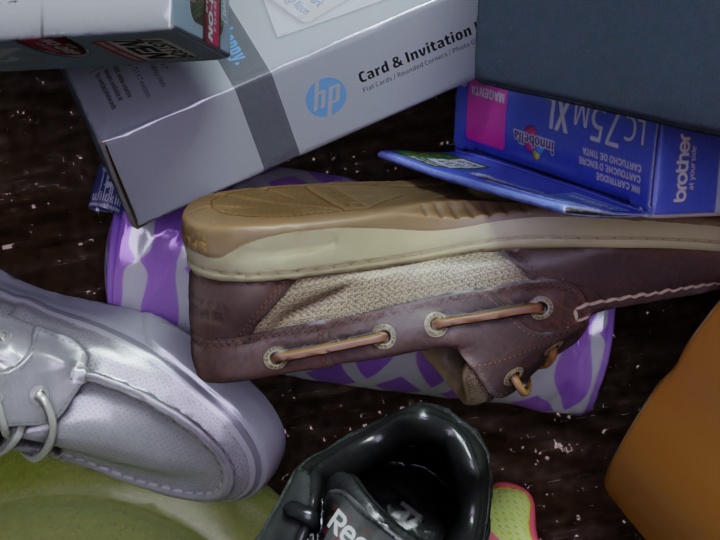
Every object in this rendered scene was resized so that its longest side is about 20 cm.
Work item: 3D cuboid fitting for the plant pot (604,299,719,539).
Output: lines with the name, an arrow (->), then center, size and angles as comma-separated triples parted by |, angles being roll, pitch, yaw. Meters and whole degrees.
plant pot -> 0.192, 0.081, 0.737 | 0.183, 0.200, 0.201 | 38, 83, 14

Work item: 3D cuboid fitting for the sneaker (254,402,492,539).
sneaker -> -0.020, 0.118, 0.694 | 0.071, 0.098, 0.201 | 37, 61, 7

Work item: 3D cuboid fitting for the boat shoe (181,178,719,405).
boat shoe -> 0.038, 0.009, 0.723 | 0.198, 0.072, 0.073 | -3, 104, -18

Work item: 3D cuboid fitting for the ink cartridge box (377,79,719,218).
ink cartridge box -> 0.119, -0.048, 0.743 | 0.199, 0.119, 0.042 | -5, 105, -29

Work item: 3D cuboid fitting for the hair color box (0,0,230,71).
hair color box -> -0.143, -0.114, 0.680 | 0.198, 0.061, 0.100 | -2, 86, 15

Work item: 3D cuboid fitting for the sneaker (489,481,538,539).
sneaker -> 0.108, 0.147, 0.778 | 0.199, 0.078, 0.091 | 32, 75, 1

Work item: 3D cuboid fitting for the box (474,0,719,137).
box -> 0.156, -0.106, 0.675 | 0.148, 0.199, 0.108 | 17, 110, 39

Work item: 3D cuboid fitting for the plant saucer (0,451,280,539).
plant saucer -> -0.091, 0.139, 0.749 | 0.198, 0.031, 0.201 | 13, 45, -13

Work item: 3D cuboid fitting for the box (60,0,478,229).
box -> -0.014, -0.106, 0.775 | 0.199, 0.156, 0.041 | -23, 127, -6

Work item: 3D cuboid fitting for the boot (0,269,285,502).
boot -> -0.131, 0.051, 0.744 | 0.199, 0.074, 0.096 | 22, 42, 7

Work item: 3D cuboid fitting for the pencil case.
pencil case -> 0.000, 0.000, 0.794 | 0.198, 0.084, 0.086 | 10, 61, -2
